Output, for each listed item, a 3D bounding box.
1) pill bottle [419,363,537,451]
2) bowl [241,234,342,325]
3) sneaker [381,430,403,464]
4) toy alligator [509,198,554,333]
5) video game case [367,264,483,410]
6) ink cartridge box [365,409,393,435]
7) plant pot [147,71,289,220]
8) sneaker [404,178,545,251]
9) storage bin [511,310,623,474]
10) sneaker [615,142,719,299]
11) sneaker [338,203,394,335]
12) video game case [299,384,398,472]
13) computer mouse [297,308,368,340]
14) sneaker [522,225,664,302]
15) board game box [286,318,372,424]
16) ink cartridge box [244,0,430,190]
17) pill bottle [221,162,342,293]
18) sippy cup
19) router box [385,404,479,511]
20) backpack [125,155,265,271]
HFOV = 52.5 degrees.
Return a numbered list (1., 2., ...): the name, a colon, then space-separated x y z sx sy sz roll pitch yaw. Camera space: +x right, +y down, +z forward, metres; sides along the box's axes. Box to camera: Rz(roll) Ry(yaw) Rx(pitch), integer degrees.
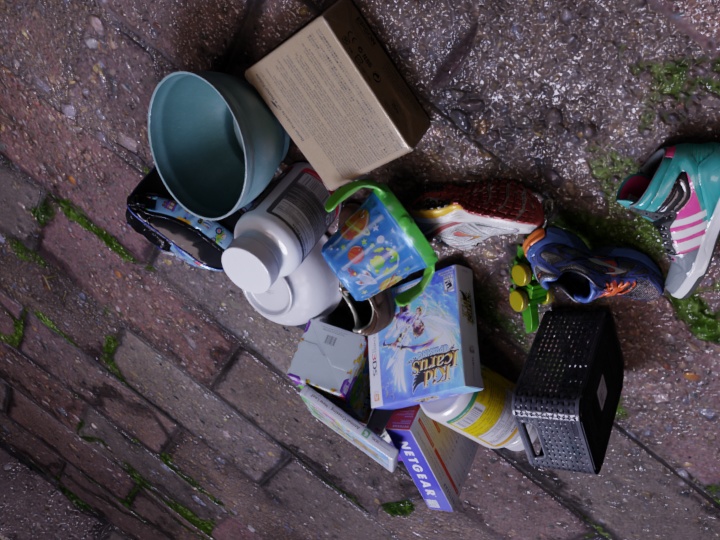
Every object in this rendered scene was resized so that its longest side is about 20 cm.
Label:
1. pill bottle: 0.195 0.214 1.159 0.199 0.114 0.112 32 144 -31
2. bowl: -0.131 0.015 1.205 0.199 0.090 0.204 13 121 22
3. sneaker: 0.100 0.316 1.385 0.099 0.070 0.200 30 143 -5
4. toy alligator: 0.233 -0.011 1.007 0.054 0.059 0.203 37 134 53
5. video game case: 0.091 0.107 1.117 0.045 0.184 0.199 13 154 -39
6. ink cartridge box: 0.052 0.225 1.304 0.037 0.095 0.201 27 138 2
7. plant pot: -0.185 -0.187 1.033 0.199 0.134 0.203 18 120 34
8. sneaker: 0.158 -0.072 0.989 0.198 0.078 0.083 7 136 40
9. storage bin: 0.293 0.163 1.010 0.093 0.201 0.136 -2 127 33
10. sneaker: 0.356 -0.062 0.851 0.119 0.084 0.202 14 127 14
11. sneaker: 0.000 0.000 1.106 0.070 0.075 0.203 -11 98 38
12. video game case: -0.015 0.269 1.221 0.181 0.022 0.200 33 164 13
13. computer mouse: -0.050 0.081 1.275 0.198 0.046 0.141 28 139 8
14. sneaker: 0.299 0.011 0.934 0.197 0.079 0.076 13 143 -11
15. board game box: -0.035 0.178 1.254 0.104 0.104 0.200 16 160 20
16. ink cartridge box: -0.030 -0.226 0.960 0.164 0.075 0.201 -17 118 43
17. pill bottle: -0.116 -0.062 1.073 0.109 0.201 0.112 19 137 18
18. sippy cup: 0.020 -0.030 1.024 0.179 0.130 0.140 53 -177 7
19. router box: 0.131 0.266 1.228 0.048 0.180 0.201 -5 125 35
20. backpack: -0.246 -0.091 1.150 0.199 0.184 0.134 37 156 -9
